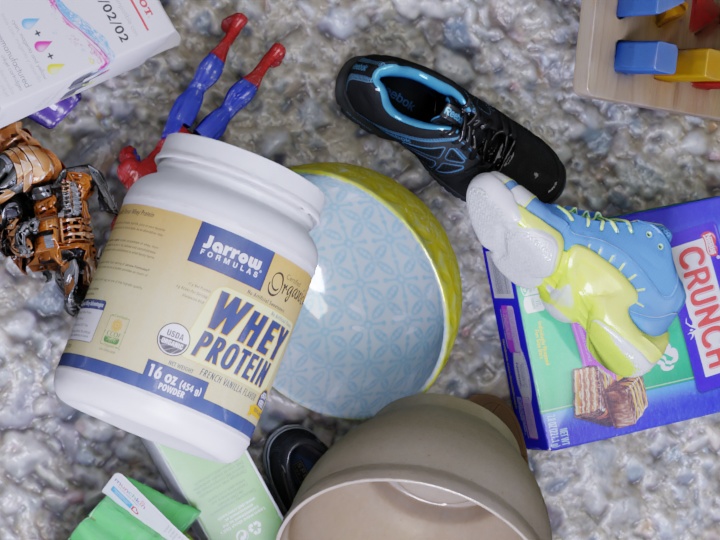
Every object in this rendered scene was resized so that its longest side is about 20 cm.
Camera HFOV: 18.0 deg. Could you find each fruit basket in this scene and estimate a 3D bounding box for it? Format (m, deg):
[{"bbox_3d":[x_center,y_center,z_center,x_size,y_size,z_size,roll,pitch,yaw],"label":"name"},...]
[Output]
[{"bbox_3d":[-0.130,0.248,1.655,0.200,0.185,0.094,36,50,-1],"label":"fruit basket"}]

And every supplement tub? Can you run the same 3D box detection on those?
[{"bbox_3d":[-0.115,0.019,1.581,0.144,0.144,0.200,23,80,-13],"label":"supplement tub"}]

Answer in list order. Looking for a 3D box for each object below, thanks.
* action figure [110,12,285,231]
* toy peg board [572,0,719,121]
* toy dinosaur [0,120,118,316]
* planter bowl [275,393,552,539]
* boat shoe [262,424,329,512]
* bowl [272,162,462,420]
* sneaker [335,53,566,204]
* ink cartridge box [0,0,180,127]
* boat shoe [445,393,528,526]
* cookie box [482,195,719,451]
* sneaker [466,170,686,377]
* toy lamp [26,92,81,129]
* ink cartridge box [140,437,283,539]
[{"bbox_3d":[-0.138,-0.093,1.715,0.065,0.099,0.200,37,60,-9],"label":"action figure"},{"bbox_3d":[0.278,-0.222,1.754,0.199,0.098,0.200,6,89,-38],"label":"toy peg board"},{"bbox_3d":[-0.253,-0.048,1.660,0.136,0.200,0.102,-31,140,0],"label":"toy dinosaur"},{"bbox_3d":[0.049,0.176,1.644,0.200,0.200,0.135,33,40,-12],"label":"planter bowl"},{"bbox_3d":[-0.012,0.210,1.749,0.069,0.057,0.200,-34,99,-11],"label":"boat shoe"},{"bbox_3d":[0.000,0.000,1.710,0.200,0.200,0.108,61,37,-8],"label":"bowl"},{"bbox_3d":[0.075,-0.102,1.751,0.200,0.082,0.073,26,83,-14],"label":"sneaker"},{"bbox_3d":[-0.218,-0.189,1.641,0.200,0.068,0.115,-29,88,-35],"label":"ink cartridge box"},{"bbox_3d":[0.084,0.195,1.767,0.071,0.065,0.200,15,67,-24],"label":"boat shoe"},{"bbox_3d":[0.214,0.039,1.792,0.200,0.075,0.172,-12,93,-14],"label":"cookie box"},{"bbox_3d":[0.169,-0.018,1.715,0.200,0.076,0.105,49,66,-14],"label":"sneaker"},{"bbox_3d":[-0.288,-0.185,1.672,0.200,0.058,0.058,45,81,-12],"label":"toy lamp"},{"bbox_3d":[-0.095,0.186,1.704,0.059,0.104,0.200,-30,98,-11],"label":"ink cartridge box"}]
